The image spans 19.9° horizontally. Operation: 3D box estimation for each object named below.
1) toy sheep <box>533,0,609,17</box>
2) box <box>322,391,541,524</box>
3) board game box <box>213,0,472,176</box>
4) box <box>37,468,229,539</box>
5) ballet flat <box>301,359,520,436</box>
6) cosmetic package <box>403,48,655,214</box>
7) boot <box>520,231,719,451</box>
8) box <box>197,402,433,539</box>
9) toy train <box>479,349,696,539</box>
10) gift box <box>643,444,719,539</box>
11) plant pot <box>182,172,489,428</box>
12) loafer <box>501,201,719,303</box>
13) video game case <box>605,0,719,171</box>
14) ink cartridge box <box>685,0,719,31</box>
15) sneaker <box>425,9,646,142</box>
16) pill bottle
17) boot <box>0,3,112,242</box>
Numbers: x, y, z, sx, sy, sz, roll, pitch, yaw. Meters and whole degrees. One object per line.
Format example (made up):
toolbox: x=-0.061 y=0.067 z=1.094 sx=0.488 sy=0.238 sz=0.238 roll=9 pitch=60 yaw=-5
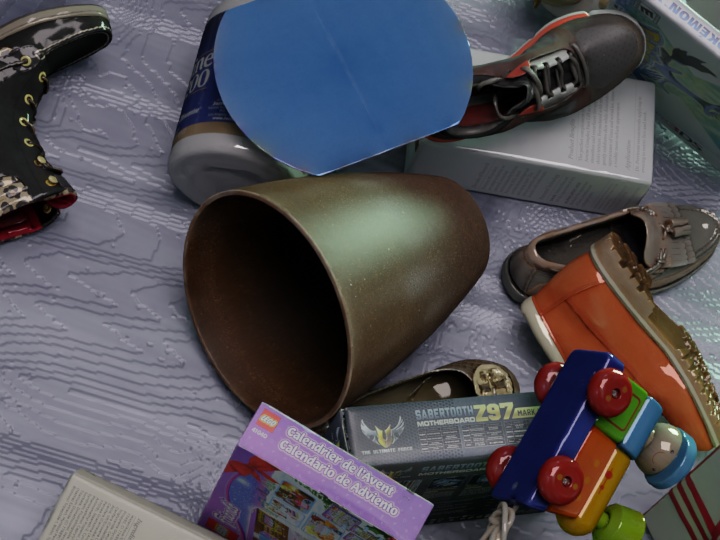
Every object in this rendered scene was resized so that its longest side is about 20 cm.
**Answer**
toy sheep: x=0.220 y=-0.276 z=1.773 sx=0.200 sy=0.138 sz=0.138 roll=-23 pitch=73 yaw=-37
box: x=0.066 y=0.142 z=1.521 sx=0.200 sy=0.158 sz=0.051 roll=-5 pitch=67 yaw=-16
board game box: x=-0.013 y=-0.150 z=1.585 sx=0.200 sy=0.039 sz=0.158 roll=-22 pitch=70 yaw=-15
box: x=-0.132 y=0.220 z=1.472 sx=0.200 sy=0.068 sz=0.082 roll=28 pitch=86 yaw=-2
ballet flat: x=0.036 y=0.109 z=1.591 sx=0.200 sy=0.046 sz=0.067 roll=-11 pitch=69 yaw=-19
cosmetic package: x=0.142 y=-0.116 z=1.710 sx=0.200 sy=0.074 sz=0.102 roll=10 pitch=64 yaw=-7
boot: x=0.215 y=0.077 z=1.644 sx=0.107 sy=0.075 sz=0.200 roll=-34 pitch=98 yaw=15
box: x=-0.036 y=0.173 z=1.455 sx=0.137 sy=0.200 sz=0.039 roll=31 pitch=65 yaw=1
toy train: x=0.148 y=0.165 z=1.422 sx=0.116 sy=0.085 sz=0.200 roll=37 pitch=75 yaw=-23
gift box: x=0.340 y=0.217 z=1.543 sx=0.187 sy=0.185 sz=0.200 roll=-16 pitch=64 yaw=-23
plant pot: x=0.000 y=0.000 z=1.573 sx=0.200 sy=0.187 sz=0.187 roll=-23 pitch=72 yaw=-38
loafer: x=0.215 y=-0.017 z=1.687 sx=0.200 sy=0.063 sz=0.072 roll=-14 pitch=69 yaw=-20
video game case: x=0.272 y=-0.156 z=1.691 sx=0.182 sy=0.200 sz=0.022 roll=40 pitch=78 yaw=6
ink cartridge box: x=0.365 y=-0.205 z=1.736 sx=0.129 sy=0.125 sz=0.200 roll=-22 pitch=114 yaw=-29
sneaker: x=0.140 y=-0.144 z=1.614 sx=0.200 sy=0.082 sz=0.077 roll=-23 pitch=105 yaw=-5
pill bottle: x=-0.080 y=-0.152 z=1.646 sx=0.111 sy=0.111 sz=0.200 roll=16 pitch=63 yaw=-7
boot: x=-0.263 y=-0.113 z=1.603 sx=0.200 sy=0.073 sz=0.151 roll=-24 pitch=72 yaw=-19
